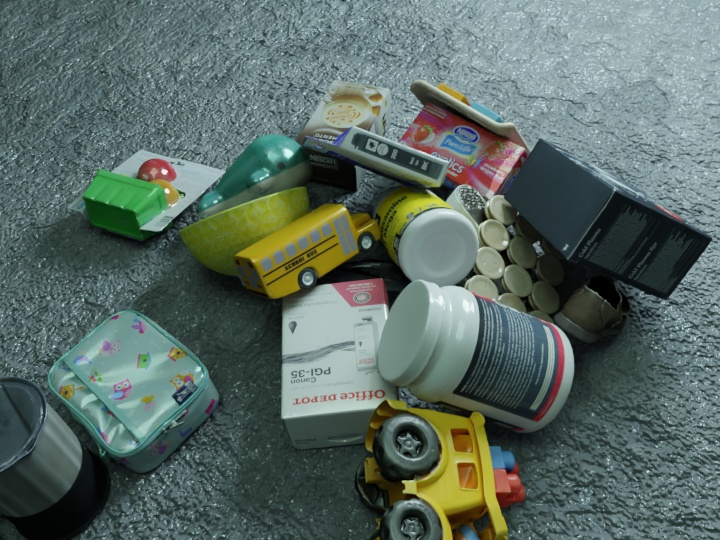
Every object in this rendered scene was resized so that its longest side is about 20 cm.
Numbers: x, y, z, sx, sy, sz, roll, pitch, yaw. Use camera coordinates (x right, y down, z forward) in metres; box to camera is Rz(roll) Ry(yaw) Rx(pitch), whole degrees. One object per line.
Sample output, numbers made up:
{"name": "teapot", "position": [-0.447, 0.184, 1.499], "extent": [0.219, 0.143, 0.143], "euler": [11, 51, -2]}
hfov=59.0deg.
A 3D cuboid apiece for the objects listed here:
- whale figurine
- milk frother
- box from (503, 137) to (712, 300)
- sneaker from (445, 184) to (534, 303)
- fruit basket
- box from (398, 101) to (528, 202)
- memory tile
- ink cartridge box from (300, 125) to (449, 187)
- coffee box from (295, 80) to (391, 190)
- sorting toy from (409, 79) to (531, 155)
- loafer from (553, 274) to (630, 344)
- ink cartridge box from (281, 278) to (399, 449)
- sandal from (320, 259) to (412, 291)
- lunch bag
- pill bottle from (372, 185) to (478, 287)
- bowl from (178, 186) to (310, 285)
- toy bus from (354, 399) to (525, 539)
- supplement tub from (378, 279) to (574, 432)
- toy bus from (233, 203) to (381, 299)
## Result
{"name": "whale figurine", "position": [-0.180, -0.152, 1.035], "extent": [0.199, 0.104, 0.159], "euler": [-25, 10, -6]}
{"name": "milk frother", "position": [-0.406, 0.245, 0.686], "extent": [0.180, 0.188, 0.200], "euler": [4, 50, 8]}
{"name": "box", "position": [0.331, -0.074, 0.875], "extent": [0.182, 0.104, 0.200], "euler": [18, 23, -24]}
{"name": "sneaker", "position": [0.188, -0.028, 0.966], "extent": [0.073, 0.085, 0.200], "euler": [-16, 69, -33]}
{"name": "fruit basket", "position": [-0.359, -0.135, 1.085], "extent": [0.185, 0.094, 0.200], "euler": [15, 37, 15]}
{"name": "box", "position": [0.170, -0.181, 1.047], "extent": [0.200, 0.095, 0.100], "euler": [35, 89, 28]}
{"name": "memory tile", "position": [0.226, -0.004, 0.912], "extent": [0.153, 0.017, 0.200], "euler": [29, 58, -13]}
{"name": "ink cartridge box", "position": [0.012, -0.175, 0.950], "extent": [0.199, 0.198, 0.044], "euler": [18, 95, -10]}
{"name": "coffee box", "position": [-0.027, -0.248, 1.145], "extent": [0.114, 0.080, 0.200], "euler": [12, 52, 14]}
{"name": "sorting toy", "position": [0.197, -0.251, 1.079], "extent": [0.200, 0.185, 0.037], "euler": [35, 95, 30]}
{"name": "loafer", "position": [0.321, 0.044, 0.834], "extent": [0.073, 0.071, 0.200], "euler": [37, 24, 22]}
{"name": "ink cartridge box", "position": [-0.027, 0.118, 0.835], "extent": [0.146, 0.083, 0.200], "euler": [-6, 50, 1]}
{"name": "sandal", "position": [-0.001, 0.000, 0.934], "extent": [0.199, 0.076, 0.043], "euler": [10, 90, 13]}
{"name": "lunch bag", "position": [-0.296, 0.155, 0.827], "extent": [0.200, 0.077, 0.160], "euler": [32, 59, 27]}
{"name": "pill bottle", "position": [0.083, -0.059, 0.925], "extent": [0.112, 0.113, 0.200], "euler": [-15, 24, -9]}
{"name": "bowl", "position": [-0.157, -0.040, 0.948], "extent": [0.200, 0.200, 0.108], "euler": [-20, 94, -13]}
{"name": "toy bus", "position": [0.097, 0.256, 0.697], "extent": [0.191, 0.136, 0.201], "euler": [6, 51, -12]}
{"name": "supplement tub", "position": [0.136, 0.102, 0.759], "extent": [0.199, 0.140, 0.141], "euler": [21, 48, -17]}
{"name": "toy bus", "position": [-0.068, -0.031, 0.874], "extent": [0.200, 0.079, 0.065], "euler": [-33, 24, -29]}
